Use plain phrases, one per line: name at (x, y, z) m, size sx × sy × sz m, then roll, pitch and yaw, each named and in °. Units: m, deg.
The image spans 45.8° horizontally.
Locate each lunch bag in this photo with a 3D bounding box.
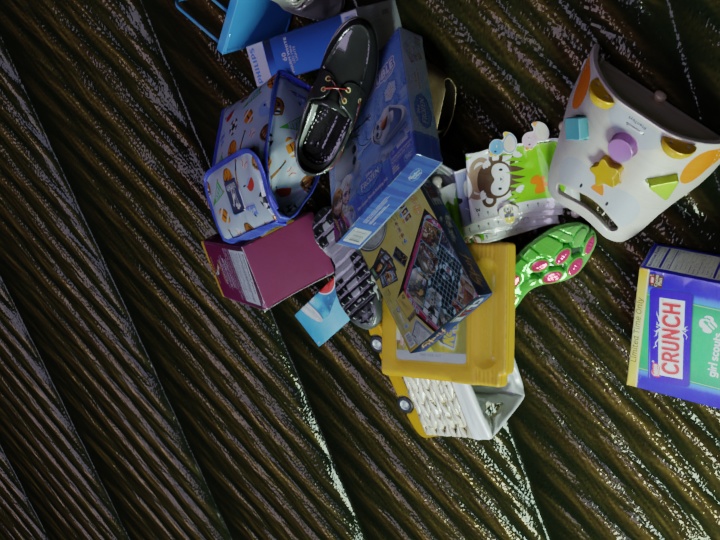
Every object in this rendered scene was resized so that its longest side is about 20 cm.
lunch bag at (-0.135, -0.148, 1.187) m, size 0.168 × 0.122 × 0.205 m, roll -15°, pitch 63°, yaw 53°

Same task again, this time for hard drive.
hard drive at (0.106, -0.089, 1.166) m, size 0.196 × 0.038 × 0.141 m, roll 26°, pitch 128°, yaw -5°

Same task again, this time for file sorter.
file sorter at (-0.156, -0.427, 1.158) m, size 0.122 × 0.138 × 0.202 m, roll 40°, pitch 130°, yaw 15°

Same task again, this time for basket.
basket at (0.135, 0.130, 1.241) m, size 0.122 × 0.135 × 0.204 m, roll -14°, pitch 104°, yaw 41°

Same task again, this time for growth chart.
growth chart at (0.190, -0.103, 1.105) m, size 0.196 × 0.018 × 0.147 m, roll -20°, pitch 109°, yaw 10°

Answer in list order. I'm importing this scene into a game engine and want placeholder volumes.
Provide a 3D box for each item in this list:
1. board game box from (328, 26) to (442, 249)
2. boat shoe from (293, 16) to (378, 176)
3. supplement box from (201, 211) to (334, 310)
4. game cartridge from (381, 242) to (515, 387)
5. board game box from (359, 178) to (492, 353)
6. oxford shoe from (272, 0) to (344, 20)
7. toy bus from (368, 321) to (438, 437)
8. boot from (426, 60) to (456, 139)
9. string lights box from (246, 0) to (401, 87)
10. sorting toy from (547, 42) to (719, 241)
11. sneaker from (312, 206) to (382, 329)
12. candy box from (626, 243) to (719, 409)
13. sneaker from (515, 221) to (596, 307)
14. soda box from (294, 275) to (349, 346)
board game box at (0.022, -0.167, 1.094) m, size 0.200 × 0.043 × 0.203 m, roll -44°, pitch 42°, yaw 46°
boat shoe at (-0.029, -0.214, 1.068) m, size 0.072 × 0.063 × 0.205 m, roll 21°, pitch 110°, yaw -4°
supplement box at (-0.149, -0.022, 1.322) m, size 0.199 × 0.129 × 0.105 m, roll 9°, pitch 122°, yaw 61°
game cartridge at (0.111, 0.054, 1.113) m, size 0.197 × 0.032 × 0.181 m, roll 0°, pitch 89°, yaw 42°
board game box at (0.072, -0.017, 1.102) m, size 0.135 × 0.034 × 0.203 m, roll -42°, pitch 63°, yaw 36°
oxford shoe at (-0.084, -0.366, 1.103) m, size 0.075 × 0.198 × 0.058 m, roll -42°, pitch 63°, yaw 20°
toy bus at (0.087, 0.158, 1.336) m, size 0.077 × 0.065 × 0.204 m, roll -15°, pitch 104°, yaw 39°
boot at (0.074, -0.180, 1.159) m, size 0.075 × 0.073 × 0.204 m, roll 34°, pitch 127°, yaw 28°
string lights box at (-0.049, -0.310, 1.163) m, size 0.197 × 0.102 × 0.060 m, roll -6°, pitch 107°, yaw 38°
sorting toy at (0.305, -0.128, 1.012) m, size 0.199 × 0.107 × 0.182 m, roll 37°, pitch 137°, yaw 14°
sneaker at (0.000, 0.000, 1.203) m, size 0.066 × 0.090 × 0.203 m, roll -40°, pitch 53°, yaw 21°
candy box at (0.435, 0.075, 1.035) m, size 0.196 × 0.077 × 0.173 m, roll 14°, pitch 121°, yaw 31°
sneaker at (0.223, -0.009, 1.143) m, size 0.198 × 0.084 × 0.077 m, roll -35°, pitch 112°, yaw 24°
soda box at (-0.019, 0.036, 1.350) m, size 0.068 × 0.064 × 0.200 m, roll 49°, pitch 131°, yaw 2°
